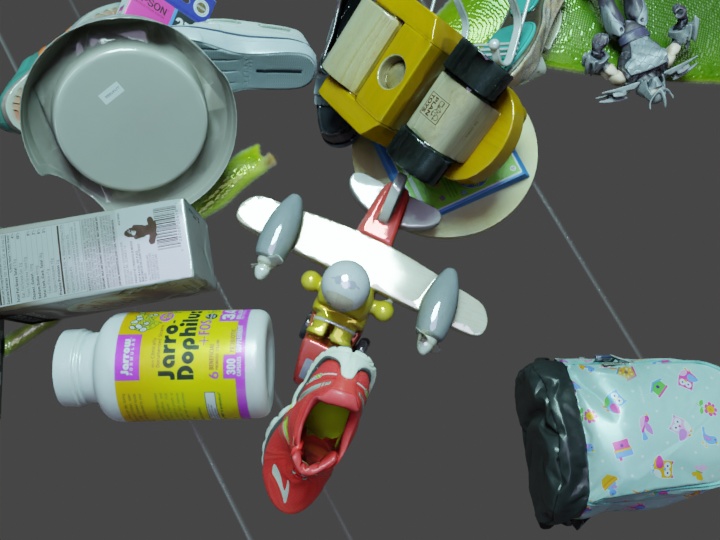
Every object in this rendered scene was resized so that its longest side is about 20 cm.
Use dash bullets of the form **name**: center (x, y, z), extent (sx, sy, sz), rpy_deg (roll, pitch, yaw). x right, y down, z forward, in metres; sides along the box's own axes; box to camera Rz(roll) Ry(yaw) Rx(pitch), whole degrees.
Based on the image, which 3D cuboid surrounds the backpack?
- **backpack**: center (0.258, 0.156, 0.687), extent (0.197, 0.127, 0.169), rpy_deg (-3, 76, -4)

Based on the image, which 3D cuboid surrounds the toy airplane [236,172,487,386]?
- **toy airplane**: center (0.000, 0.000, 0.685), extent (0.197, 0.141, 0.202), rpy_deg (-19, 91, 7)

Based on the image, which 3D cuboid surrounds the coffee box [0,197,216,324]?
- **coffee box**: center (-0.253, -0.006, 0.717), extent (0.197, 0.114, 0.081), rpy_deg (-10, 82, -1)

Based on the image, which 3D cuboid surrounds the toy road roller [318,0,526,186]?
- **toy road roller**: center (0.070, -0.165, 0.701), extent (0.123, 0.145, 0.200), rpy_deg (-53, 56, 18)

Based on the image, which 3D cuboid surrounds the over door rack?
- **over door rack**: center (0.121, -0.309, 0.765), extent (0.147, 0.066, 0.202), rpy_deg (15, 77, 45)

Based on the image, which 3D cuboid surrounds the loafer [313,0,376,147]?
- **loafer**: center (-0.016, -0.234, 0.779), extent (0.071, 0.063, 0.203), rpy_deg (6, 75, 25)

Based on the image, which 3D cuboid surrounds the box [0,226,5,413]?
- **box**: center (-0.448, 0.051, 0.717), extent (0.161, 0.086, 0.203), rpy_deg (-4, 80, -1)

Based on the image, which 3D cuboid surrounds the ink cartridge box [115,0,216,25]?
- **ink cartridge box**: center (-0.222, -0.228, 0.775), extent (0.094, 0.037, 0.203), rpy_deg (26, 75, -35)

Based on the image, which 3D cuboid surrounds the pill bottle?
- **pill bottle**: center (-0.185, 0.092, 0.703), extent (0.197, 0.104, 0.106), rpy_deg (-2, 79, -1)

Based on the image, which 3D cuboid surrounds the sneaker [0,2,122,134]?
- **sneaker**: center (-0.310, -0.220, 0.776), extent (0.079, 0.072, 0.200), rpy_deg (12, 51, 43)

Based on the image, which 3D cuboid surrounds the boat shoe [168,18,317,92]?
- **boat shoe**: center (-0.147, -0.229, 0.774), extent (0.197, 0.074, 0.067), rpy_deg (0, 48, -23)

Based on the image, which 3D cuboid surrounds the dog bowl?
- **dog bowl**: center (-0.222, -0.151, 0.706), extent (0.198, 0.202, 0.059), rpy_deg (-27, 39, -6)

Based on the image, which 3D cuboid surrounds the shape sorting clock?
- **shape sorting clock**: center (0.090, -0.128, 0.780), extent (0.197, 0.039, 0.203), rpy_deg (-2, 73, 6)

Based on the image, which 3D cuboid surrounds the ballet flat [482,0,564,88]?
- **ballet flat**: center (0.181, -0.249, 0.784), extent (0.067, 0.068, 0.202), rpy_deg (41, 68, -38)

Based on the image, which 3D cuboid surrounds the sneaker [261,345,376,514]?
- **sneaker**: center (-0.049, 0.159, 0.663), extent (0.076, 0.085, 0.202), rpy_deg (20, 121, -4)

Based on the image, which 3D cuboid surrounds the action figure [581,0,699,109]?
- **action figure**: center (0.292, -0.269, 0.796), extent (0.129, 0.069, 0.203), rpy_deg (-19, 83, -9)
